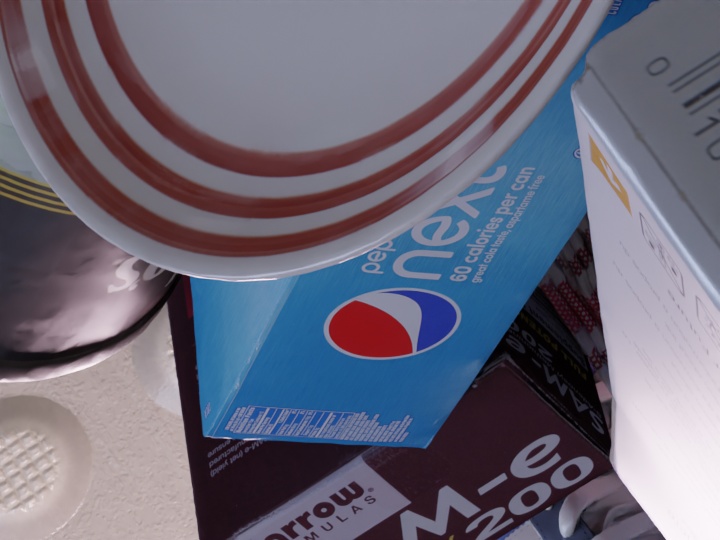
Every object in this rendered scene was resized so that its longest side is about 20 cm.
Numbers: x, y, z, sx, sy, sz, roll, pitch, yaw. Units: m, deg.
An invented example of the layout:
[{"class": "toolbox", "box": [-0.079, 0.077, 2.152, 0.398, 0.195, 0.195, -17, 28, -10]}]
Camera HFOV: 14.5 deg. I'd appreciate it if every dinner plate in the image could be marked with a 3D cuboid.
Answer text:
[{"class": "dinner plate", "box": [-0.007, -0.095, 0.581, 0.024, 0.200, 0.200, 13, -147, -47]}]

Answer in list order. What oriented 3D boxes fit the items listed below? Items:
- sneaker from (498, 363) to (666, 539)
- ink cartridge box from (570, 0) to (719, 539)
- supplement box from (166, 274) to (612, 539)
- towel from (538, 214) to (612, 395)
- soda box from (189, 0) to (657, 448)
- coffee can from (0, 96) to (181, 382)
[{"class": "sneaker", "box": [0.059, 0.044, 0.884, 0.200, 0.080, 0.147, 24, 118, 47]}, {"class": "ink cartridge box", "box": [0.107, 0.070, 0.472, 0.198, 0.043, 0.200, 55, 174, 20]}, {"class": "supplement box", "box": [0.000, 0.000, 0.846, 0.061, 0.109, 0.200, 41, -155, -36]}, {"class": "towel", "box": [0.082, -0.007, 0.855, 0.200, 0.030, 0.146, 54, -164, -20]}, {"class": "soda box", "box": [0.014, -0.034, 0.671, 0.200, 0.064, 0.068, 121, 148, -53]}, {"class": "coffee can", "box": [-0.077, -0.083, 0.764, 0.147, 0.146, 0.200, 56, 139, 16]}]
